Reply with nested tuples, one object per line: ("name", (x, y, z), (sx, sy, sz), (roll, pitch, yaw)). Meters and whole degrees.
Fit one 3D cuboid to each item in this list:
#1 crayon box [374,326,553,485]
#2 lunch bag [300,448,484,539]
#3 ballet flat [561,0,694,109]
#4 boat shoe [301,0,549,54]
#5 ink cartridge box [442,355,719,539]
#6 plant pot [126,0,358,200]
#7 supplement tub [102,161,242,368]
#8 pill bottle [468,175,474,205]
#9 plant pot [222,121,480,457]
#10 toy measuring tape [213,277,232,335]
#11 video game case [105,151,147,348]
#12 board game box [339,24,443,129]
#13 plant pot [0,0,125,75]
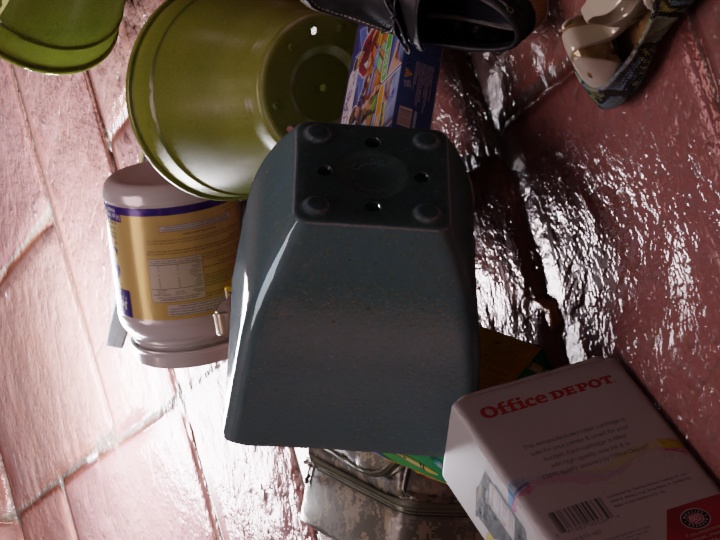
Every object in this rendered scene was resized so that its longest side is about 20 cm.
("crayon box", (0.049, 0.096, 1.789), (0.200, 0.119, 0.058), (19, 148, 42))
("lunch bag", (0.043, 0.161, 1.913), (0.200, 0.139, 0.168), (22, 104, 61))
("ballet flat", (0.175, -0.174, 1.511), (0.074, 0.074, 0.200), (67, 155, 23))
("boat shoe", (0.041, -0.204, 1.661), (0.075, 0.199, 0.062), (84, -157, -43))
("ink cartridge box", (0.169, 0.170, 1.602), (0.200, 0.145, 0.083), (-124, 29, -42))
("plant pot", (-0.075, -0.158, 1.927), (0.193, 0.200, 0.201), (8, 109, 60))
("supplement tub", (-0.193, -0.010, 2.338), (0.145, 0.145, 0.201), (26, 125, 61))
("pill bottle", (0.021, -0.038, 1.875), (0.200, 0.111, 0.111), (-38, 67, 64))
("plant pot", (0.000, 0.000, 1.667), (0.196, 0.196, 0.200), (-90, 4, -46))
("toy measuring tape", (-0.100, 0.028, 2.196), (0.200, 0.073, 0.074), (-67, -31, -78))
("video game case", (-0.258, -0.037, 2.527), (0.200, 0.025, 0.181), (112, 166, -55))
("board game box", (0.027, -0.169, 1.765), (0.135, 0.034, 0.200), (138, 145, -60))
("plant pot", (-0.333, -0.357, 2.457), (0.193, 0.200, 0.201), (-53, 52, 45))
